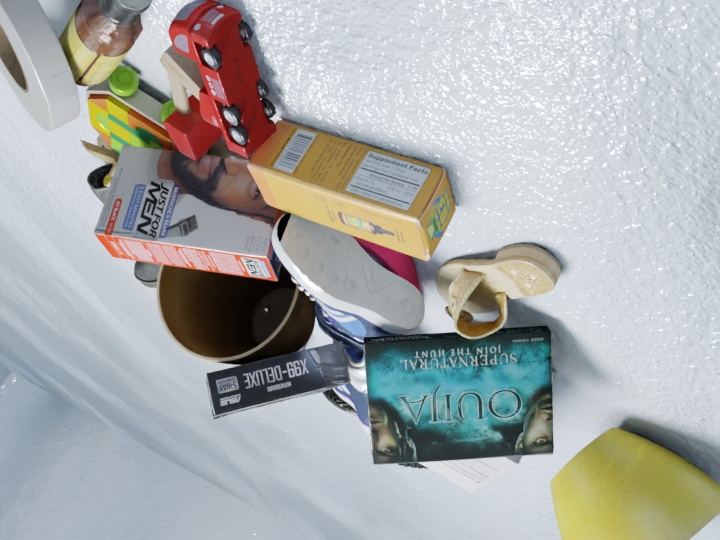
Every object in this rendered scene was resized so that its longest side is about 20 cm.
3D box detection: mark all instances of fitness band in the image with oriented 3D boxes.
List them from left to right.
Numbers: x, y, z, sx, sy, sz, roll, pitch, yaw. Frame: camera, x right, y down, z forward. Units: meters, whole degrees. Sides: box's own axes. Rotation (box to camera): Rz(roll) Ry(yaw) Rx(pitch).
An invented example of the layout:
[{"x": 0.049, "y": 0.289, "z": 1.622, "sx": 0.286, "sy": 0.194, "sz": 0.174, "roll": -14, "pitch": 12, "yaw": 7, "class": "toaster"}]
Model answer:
[{"x": 0.000, "y": 0.000, "z": 1.085, "sx": 0.141, "sy": 0.038, "sz": 0.201, "roll": 22, "pitch": 155, "yaw": 23, "class": "fitness band"}]

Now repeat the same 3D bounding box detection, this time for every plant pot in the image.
[{"x": -0.130, "y": 0.040, "z": 1.186, "sx": 0.184, "sy": 0.189, "sz": 0.200, "roll": 23, "pitch": 172, "yaw": 21, "class": "plant pot"}, {"x": 0.298, "y": 0.267, "z": 1.067, "sx": 0.143, "sy": 0.198, "sz": 0.201, "roll": 50, "pitch": 164, "yaw": 24, "class": "plant pot"}]

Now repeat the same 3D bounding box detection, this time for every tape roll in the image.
[{"x": -0.357, "y": -0.242, "z": 0.976, "sx": 0.203, "sy": 0.037, "sz": 0.205, "roll": 47, "pitch": 156, "yaw": 29, "class": "tape roll"}]

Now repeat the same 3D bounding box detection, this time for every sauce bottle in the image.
[{"x": -0.245, "y": -0.235, "z": 0.909, "sx": 0.066, "sy": 0.067, "sz": 0.199, "roll": 41, "pitch": 155, "yaw": -20, "class": "sauce bottle"}]

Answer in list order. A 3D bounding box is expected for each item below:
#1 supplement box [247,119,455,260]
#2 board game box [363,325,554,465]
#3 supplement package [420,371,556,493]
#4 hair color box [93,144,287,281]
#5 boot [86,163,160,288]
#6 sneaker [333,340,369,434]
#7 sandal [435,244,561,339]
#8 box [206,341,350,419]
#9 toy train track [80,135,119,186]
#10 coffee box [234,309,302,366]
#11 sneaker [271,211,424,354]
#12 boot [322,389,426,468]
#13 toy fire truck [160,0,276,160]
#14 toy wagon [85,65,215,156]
[{"x": -0.009, "y": -0.079, "z": 0.907, "sx": 0.197, "sy": 0.069, "sz": 0.067, "roll": 23, "pitch": 156, "yaw": 27, "class": "supplement box"}, {"x": 0.104, "y": 0.133, "z": 0.996, "sx": 0.195, "sy": 0.139, "sz": 0.028, "roll": -4, "pitch": -167, "yaw": 3, "class": "board game box"}, {"x": 0.135, "y": 0.173, "z": 1.138, "sx": 0.118, "sy": 0.123, "sz": 0.201, "roll": 28, "pitch": 157, "yaw": 3, "class": "supplement package"}, {"x": -0.175, "y": -0.064, "z": 1.020, "sx": 0.195, "sy": 0.113, "sz": 0.064, "roll": 8, "pitch": 157, "yaw": 10, "class": "hair color box"}, {"x": -0.314, "y": -0.061, "z": 1.323, "sx": 0.179, "sy": 0.074, "sz": 0.200, "roll": -9, "pitch": 142, "yaw": 38, "class": "boot"}, {"x": -0.002, "y": 0.106, "z": 1.220, "sx": 0.200, "sy": 0.079, "sz": 0.149, "roll": -126, "pitch": 22, "yaw": -58, "class": "sneaker"}, {"x": 0.119, "y": 0.033, "z": 0.953, "sx": 0.077, "sy": 0.070, "sz": 0.211, "roll": 37, "pitch": 157, "yaw": -12, "class": "sandal"}, {"x": -0.103, "y": 0.132, "z": 1.110, "sx": 0.200, "sy": 0.154, "sz": 0.051, "roll": 136, "pitch": 121, "yaw": -76, "class": "box"}, {"x": -0.278, "y": -0.101, "z": 1.135, "sx": 0.114, "sy": 0.033, "sz": 0.200, "roll": 18, "pitch": -157, "yaw": -46, "class": "toy train track"}, {"x": -0.183, "y": 0.092, "z": 1.440, "sx": 0.198, "sy": 0.080, "sz": 0.115, "roll": 32, "pitch": 156, "yaw": 3, "class": "coffee box"}, {"x": -0.038, "y": 0.023, "z": 1.031, "sx": 0.198, "sy": 0.082, "sz": 0.146, "roll": 33, "pitch": 151, "yaw": -20, "class": "sneaker"}, {"x": 0.035, "y": 0.216, "z": 1.403, "sx": 0.208, "sy": 0.080, "sz": 0.159, "roll": 25, "pitch": 155, "yaw": 17, "class": "boot"}, {"x": -0.149, "y": -0.178, "z": 0.907, "sx": 0.140, "sy": 0.049, "sz": 0.202, "roll": 29, "pitch": 152, "yaw": 31, "class": "toy fire truck"}, {"x": -0.224, "y": -0.147, "z": 1.082, "sx": 0.198, "sy": 0.040, "sz": 0.155, "roll": 33, "pitch": 157, "yaw": 1, "class": "toy wagon"}]
